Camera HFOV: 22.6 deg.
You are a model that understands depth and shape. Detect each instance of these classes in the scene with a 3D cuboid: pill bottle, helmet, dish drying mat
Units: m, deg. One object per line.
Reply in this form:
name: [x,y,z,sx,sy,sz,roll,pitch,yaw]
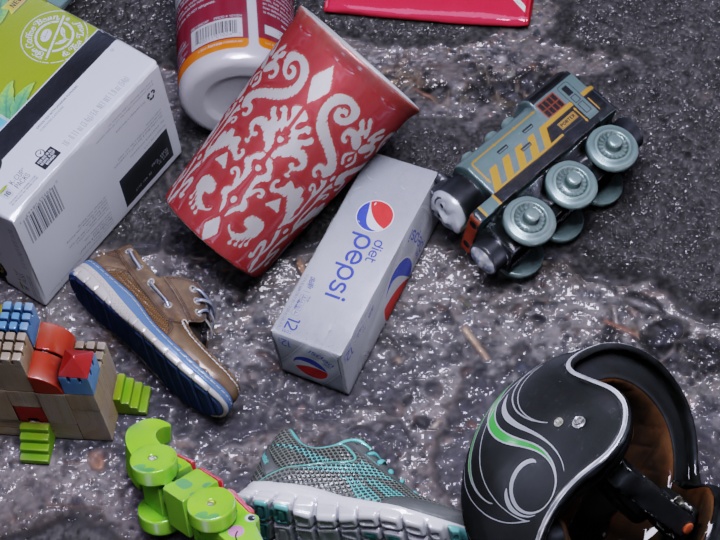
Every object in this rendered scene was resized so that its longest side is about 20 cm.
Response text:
pill bottle: [-0.115,-0.234,1.663,0.112,0.113,0.202,-6,56,2]
helmet: [0.169,0.158,1.332,0.198,0.202,0.191,-18,23,-6]
dish drying mat: [0.068,-0.270,1.724,0.198,0.018,0.077,7,59,10]

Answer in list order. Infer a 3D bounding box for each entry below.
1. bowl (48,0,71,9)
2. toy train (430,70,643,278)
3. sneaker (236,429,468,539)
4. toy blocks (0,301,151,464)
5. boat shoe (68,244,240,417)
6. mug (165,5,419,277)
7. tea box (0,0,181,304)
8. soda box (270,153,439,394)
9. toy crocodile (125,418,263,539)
bowl: [-0.338,-0.299,1.716,0.199,0.105,0.202,-14,46,15]
toy train: [0.151,-0.082,1.544,0.200,0.085,0.114,-40,73,-22]
sneaker: [0.004,0.172,1.411,0.198,0.078,0.092,12,55,11]
toy blocks: [-0.281,0.079,1.460,0.198,0.137,0.101,3,57,7]
boat shoe: [-0.161,0.041,1.512,0.072,0.073,0.200,-39,61,-20]
mug: [-0.054,-0.098,1.548,0.133,0.177,0.200,43,96,28]
tea box: [-0.299,-0.118,1.592,0.196,0.134,0.200,28,64,22]
soda box: [0.000,0.000,1.527,0.068,0.064,0.201,18,60,18]
toy crocodile: [-0.126,0.183,1.402,0.061,0.068,0.199,-27,38,-30]
